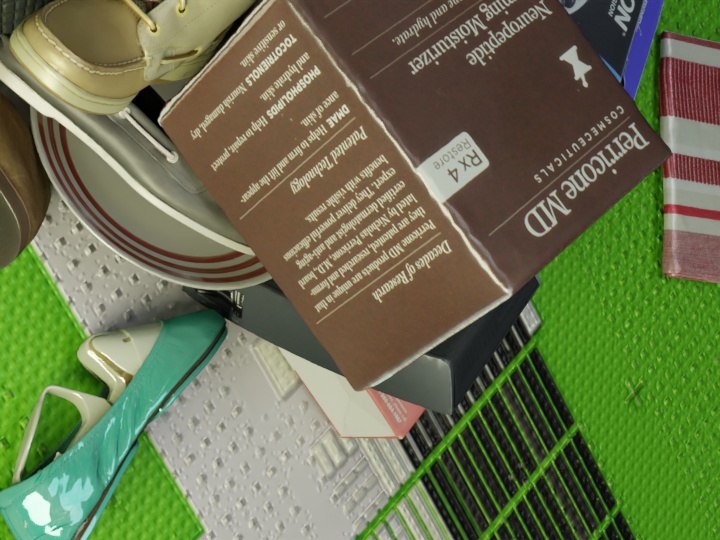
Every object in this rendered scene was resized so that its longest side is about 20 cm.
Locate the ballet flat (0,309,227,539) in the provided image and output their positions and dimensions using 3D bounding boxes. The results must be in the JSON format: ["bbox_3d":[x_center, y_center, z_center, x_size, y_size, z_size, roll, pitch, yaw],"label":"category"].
[{"bbox_3d":[-0.151,0.079,1.167,0.070,0.067,0.201,43,56,-15],"label":"ballet flat"}]

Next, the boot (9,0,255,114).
[{"bbox_3d":[-0.096,-0.165,1.067,0.073,0.155,0.200,48,25,7],"label":"boot"}]

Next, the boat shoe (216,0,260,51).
[{"bbox_3d":[-0.057,-0.158,1.246,0.073,0.075,0.202,17,57,-36],"label":"boat shoe"}]

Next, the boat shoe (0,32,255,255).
[{"bbox_3d":[-0.125,-0.086,1.137,0.199,0.067,0.057,37,104,-9],"label":"boat shoe"}]

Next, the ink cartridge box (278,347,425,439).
[{"bbox_3d":[0.032,0.005,1.340,0.200,0.067,0.117,-49,118,-32],"label":"ink cartridge box"}]

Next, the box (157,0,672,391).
[{"bbox_3d":[0.028,-0.076,1.098,0.166,0.164,0.201,-38,91,-38],"label":"box"}]

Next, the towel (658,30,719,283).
[{"bbox_3d":[0.297,-0.089,1.629,0.143,0.023,0.202,6,80,-40],"label":"towel"}]

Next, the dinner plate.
[{"bbox_3d":[-0.114,-0.073,1.206,0.199,0.024,0.202,19,52,-27],"label":"dinner plate"}]

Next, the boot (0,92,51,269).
[{"bbox_3d":[-0.239,-0.101,1.113,0.201,0.073,0.076,65,23,-14],"label":"boot"}]

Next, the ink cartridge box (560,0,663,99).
[{"bbox_3d":[0.167,-0.188,1.503,0.200,0.043,0.200,37,62,-36],"label":"ink cartridge box"}]

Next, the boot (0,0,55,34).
[{"bbox_3d":[-0.202,-0.205,1.116,0.199,0.130,0.068,-28,144,-46],"label":"boot"}]

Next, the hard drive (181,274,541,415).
[{"bbox_3d":[0.000,0.000,1.232,0.135,0.199,0.043,-52,154,-33],"label":"hard drive"}]
